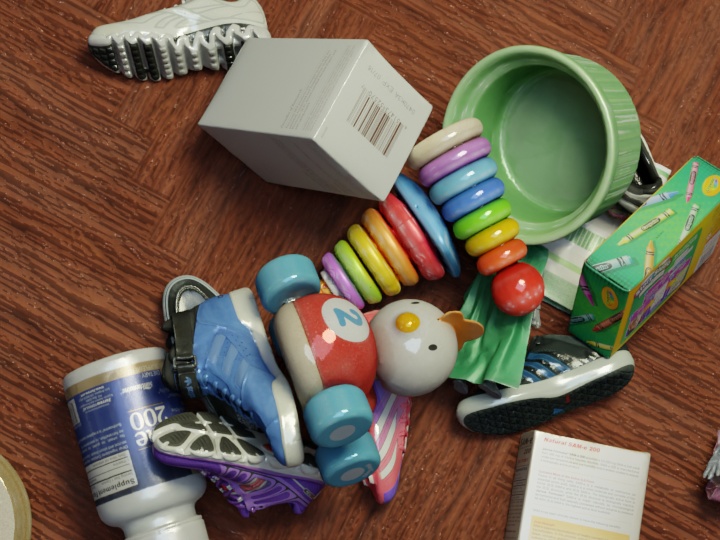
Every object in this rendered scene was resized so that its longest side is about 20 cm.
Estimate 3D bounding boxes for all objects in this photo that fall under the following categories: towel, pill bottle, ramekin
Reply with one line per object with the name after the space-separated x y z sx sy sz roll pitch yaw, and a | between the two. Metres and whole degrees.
0.246 -0.055 1.362 0.152 0.023 0.201 26 77 -1 | towel
-0.218 0.186 1.220 0.110 0.111 0.201 -17 81 -9 | pill bottle
0.192 -0.132 1.271 0.097 0.200 0.201 -14 76 -52 | ramekin

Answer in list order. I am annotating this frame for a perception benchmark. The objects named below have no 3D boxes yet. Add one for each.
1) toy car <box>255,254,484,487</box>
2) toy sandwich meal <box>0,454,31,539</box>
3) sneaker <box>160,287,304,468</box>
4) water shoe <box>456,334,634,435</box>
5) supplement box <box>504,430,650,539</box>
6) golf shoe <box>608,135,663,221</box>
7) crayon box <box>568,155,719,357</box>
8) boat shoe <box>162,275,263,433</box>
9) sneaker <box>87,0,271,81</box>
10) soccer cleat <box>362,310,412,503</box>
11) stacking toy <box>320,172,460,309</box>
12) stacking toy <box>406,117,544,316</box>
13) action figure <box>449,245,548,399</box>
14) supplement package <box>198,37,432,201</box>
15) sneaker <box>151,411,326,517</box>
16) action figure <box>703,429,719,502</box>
0.023 0.073 1.183 0.199 0.177 0.185 -20 58 -7 | toy car
-0.421 0.247 1.213 0.204 0.070 0.207 1 82 -8 | toy sandwich meal
-0.129 0.113 1.170 0.111 0.077 0.201 -17 59 -11 | sneaker
0.190 0.114 1.309 0.199 0.072 0.079 -15 53 -7 | water shoe
0.216 0.276 1.264 0.125 0.074 0.201 13 77 -3 | supplement box
0.266 -0.153 1.325 0.072 0.092 0.201 -30 80 -14 | golf shoe
0.306 -0.015 1.283 0.058 0.119 0.200 37 60 25 | crayon box
-0.145 0.092 1.267 0.072 0.071 0.201 -27 82 -10 | boat shoe
-0.198 -0.259 1.342 0.199 0.075 0.082 -4 65 -9 | sneaker
0.030 0.140 1.281 0.076 0.067 0.201 -4 76 -11 | soccer cleat
0.000 0.000 1.295 0.199 0.110 0.116 -35 68 0 | stacking toy
0.127 -0.049 1.231 0.085 0.085 0.201 -28 87 -11 | stacking toy
0.151 0.036 1.289 0.118 0.055 0.201 7 62 35 | action figure
-0.048 -0.158 1.251 0.117 0.199 0.118 38 74 -40 | supplement package
-0.117 0.198 1.189 0.199 0.081 0.084 22 101 -33 | sneaker
0.457 0.235 1.303 0.199 0.134 0.149 35 34 -10 | action figure
